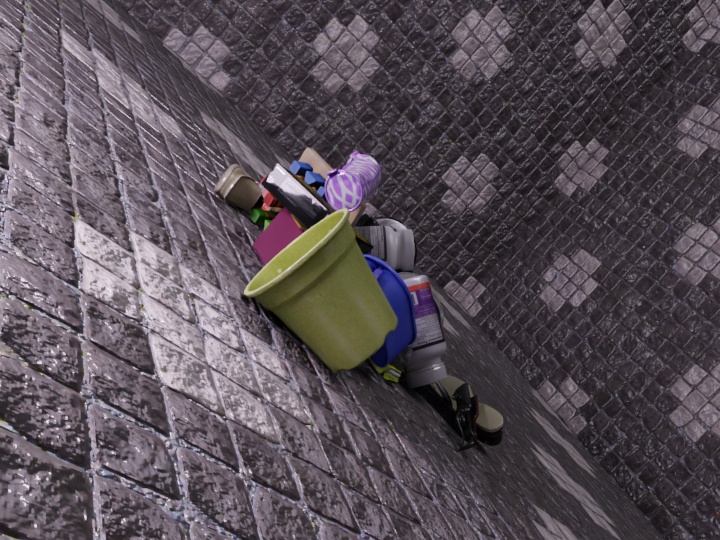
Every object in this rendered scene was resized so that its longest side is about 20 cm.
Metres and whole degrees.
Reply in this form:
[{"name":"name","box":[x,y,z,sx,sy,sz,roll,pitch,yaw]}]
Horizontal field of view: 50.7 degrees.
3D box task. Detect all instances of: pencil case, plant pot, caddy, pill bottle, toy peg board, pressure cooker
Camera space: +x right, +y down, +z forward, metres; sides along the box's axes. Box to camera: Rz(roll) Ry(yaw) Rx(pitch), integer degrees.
[{"name":"pencil case","box":[-0.012,-0.175,1.473,0.200,0.082,0.087,-62,131,-69]},{"name":"plant pot","box":[-0.045,0.043,1.147,0.186,0.199,0.201,53,5,-12]},{"name":"caddy","box":[0.027,0.066,1.316,0.140,0.105,0.203,27,-36,33]},{"name":"pill bottle","box":[0.023,-0.044,1.765,0.194,0.119,0.116,-1,13,-3]},{"name":"toy peg board","box":[-0.122,-0.121,1.587,0.200,0.201,0.097,46,24,26]},{"name":"pill bottle","box":[0.107,0.121,1.499,0.111,0.109,0.205,8,67,-77]},{"name":"pressure cooker","box":[0.054,-0.039,1.922,0.171,0.183,0.200,10,-14,-9]}]

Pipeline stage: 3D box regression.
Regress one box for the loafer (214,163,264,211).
[{"name":"loafer","box":[-0.243,-0.167,1.585,0.068,0.076,0.200,37,6,7]}]

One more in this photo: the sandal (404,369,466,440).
[{"name":"sandal","box":[0.166,0.259,1.557,0.200,0.043,0.076,46,7,11]}]

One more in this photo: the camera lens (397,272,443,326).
[{"name":"camera lens","box":[0.099,0.092,1.667,0.160,0.160,0.200,42,7,-4]}]

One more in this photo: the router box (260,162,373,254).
[{"name":"router box","box":[-0.076,-0.100,1.401,0.200,0.052,0.157,44,5,14]}]

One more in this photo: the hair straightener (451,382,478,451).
[{"name":"hair straightener","box":[0.194,0.279,1.480,0.077,0.041,0.201,48,24,-12]}]

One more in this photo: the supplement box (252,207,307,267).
[{"name":"supplement box","box":[-0.087,-0.003,1.410,0.199,0.103,0.131,38,9,-35]}]

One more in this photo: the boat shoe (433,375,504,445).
[{"name":"boat shoe","box":[0.226,0.297,1.620,0.201,0.073,0.064,37,-34,43]}]

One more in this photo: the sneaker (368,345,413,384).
[{"name":"sneaker","box":[0.037,0.125,1.453,0.074,0.081,0.201,35,11,-48]}]

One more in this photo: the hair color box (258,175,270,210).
[{"name":"hair color box","box":[-0.172,-0.130,1.825,0.110,0.064,0.201,34,13,-49]}]
